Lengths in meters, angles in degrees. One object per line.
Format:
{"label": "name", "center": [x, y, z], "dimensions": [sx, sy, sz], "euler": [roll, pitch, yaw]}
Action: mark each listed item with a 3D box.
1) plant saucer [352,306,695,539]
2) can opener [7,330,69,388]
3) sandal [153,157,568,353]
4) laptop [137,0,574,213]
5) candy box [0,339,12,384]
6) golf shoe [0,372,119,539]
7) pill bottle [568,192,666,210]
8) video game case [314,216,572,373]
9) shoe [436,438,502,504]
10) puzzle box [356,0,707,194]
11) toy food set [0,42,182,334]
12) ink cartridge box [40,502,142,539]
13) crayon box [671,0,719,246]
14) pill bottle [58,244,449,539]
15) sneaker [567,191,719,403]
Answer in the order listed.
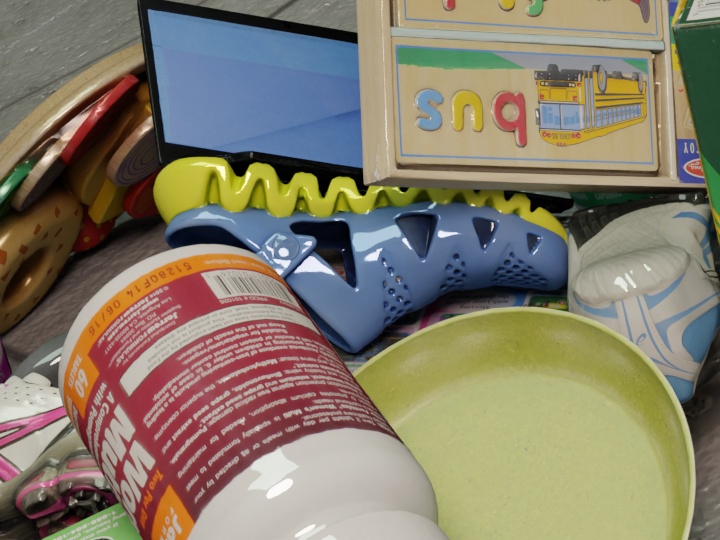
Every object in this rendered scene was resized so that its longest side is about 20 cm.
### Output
{"label": "plant saucer", "center": [0.049, 0.108, 1.093], "dimensions": [0.200, 0.031, 0.200], "euler": [-16, 53, 22]}
{"label": "can opener", "center": [-0.081, 0.037, 1.355], "dimensions": [0.200, 0.066, 0.053], "euler": [-28, 29, -21]}
{"label": "sandal", "center": [0.000, 0.000, 1.255], "dimensions": [0.200, 0.079, 0.087], "euler": [2, 72, 5]}
{"label": "laptop", "center": [-0.007, -0.088, 1.378], "dimensions": [0.177, 0.103, 0.200], "euler": [7, -3, -23]}
{"label": "candy box", "center": [-0.286, 0.078, 1.362], "dimensions": [0.200, 0.061, 0.136], "euler": [-21, -11, 3]}
{"label": "golf shoe", "center": [-0.177, 0.097, 1.290], "dimensions": [0.200, 0.073, 0.092], "euler": [-7, 49, 17]}
{"label": "pill bottle", "center": [0.122, -0.135, 1.337], "dimensions": [0.113, 0.200, 0.113], "euler": [-24, 16, 7]}
{"label": "video game case", "center": [0.040, 0.030, 1.273], "dimensions": [0.200, 0.024, 0.182], "euler": [1, 34, 16]}
{"label": "shoe", "center": [0.038, 0.097, 1.160], "dimensions": [0.200, 0.053, 0.070], "euler": [-10, 30, 24]}
{"label": "puzzle box", "center": [0.091, -0.102, 1.233], "dimensions": [0.200, 0.133, 0.025], "euler": [0, -5, -27]}
{"label": "toy food set", "center": [-0.148, -0.053, 1.482], "dimensions": [0.200, 0.049, 0.198], "euler": [-30, -19, -41]}
{"label": "ink cartridge box", "center": [-0.118, 0.195, 1.070], "dimensions": [0.145, 0.084, 0.200], "euler": [-25, 28, -4]}
{"label": "crayon box", "center": [0.203, -0.088, 1.233], "dimensions": [0.058, 0.173, 0.200], "euler": [-5, 32, 22]}
{"label": "pill bottle", "center": [-0.037, 0.087, 1.066], "dimensions": [0.110, 0.110, 0.200], "euler": [-28, 46, -10]}
{"label": "sneaker", "center": [0.129, 0.009, 1.198], "dimensions": [0.072, 0.073, 0.200], "euler": [-9, 13, 12]}
